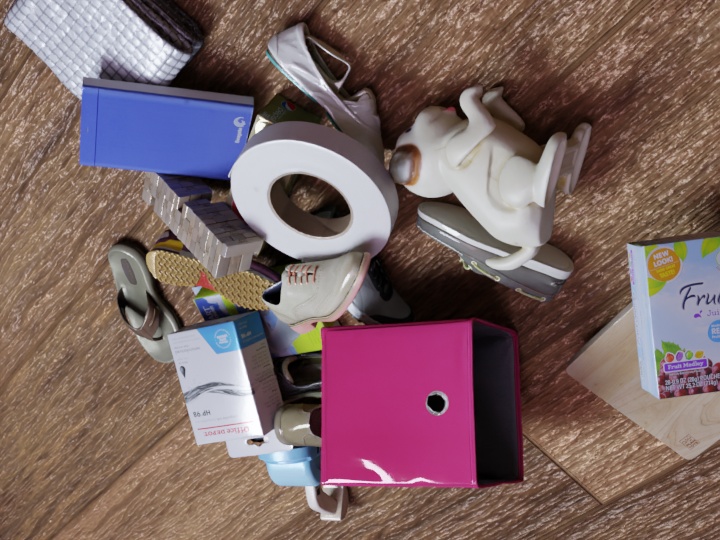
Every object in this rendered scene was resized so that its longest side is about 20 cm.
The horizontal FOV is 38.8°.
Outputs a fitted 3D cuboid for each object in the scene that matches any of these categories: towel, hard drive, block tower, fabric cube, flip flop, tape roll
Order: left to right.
[{"bbox_3d":[-0.307,-0.289,1.231,0.200,0.086,0.165,43,128,-12],"label":"towel"},{"bbox_3d":[-0.319,0.054,1.480,0.081,0.058,0.201,-2,121,22],"label":"flip flop"},{"bbox_3d":[-0.240,-0.170,1.251,0.199,0.025,0.132,5,141,-14],"label":"hard drive"},{"bbox_3d":[-0.206,-0.068,1.291,0.200,0.054,0.058,43,131,34],"label":"block tower"},{"bbox_3d":[-0.055,-0.086,1.199,0.202,0.037,0.203,14,140,12],"label":"tape roll"},{"bbox_3d":[0.079,0.168,1.272,0.199,0.200,0.197,-4,80,24],"label":"fabric cube"}]

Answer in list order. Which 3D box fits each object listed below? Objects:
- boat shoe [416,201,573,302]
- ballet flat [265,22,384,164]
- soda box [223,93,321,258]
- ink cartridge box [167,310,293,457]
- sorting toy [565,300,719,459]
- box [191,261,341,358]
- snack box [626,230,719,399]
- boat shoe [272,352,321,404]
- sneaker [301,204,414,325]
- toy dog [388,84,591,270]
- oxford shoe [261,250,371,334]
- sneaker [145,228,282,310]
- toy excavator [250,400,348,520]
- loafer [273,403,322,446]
[{"bbox_3d":[0.155,-0.022,1.239,0.201,0.072,0.060,23,123,0],"label":"boat shoe"},{"bbox_3d":[-0.024,-0.207,1.194,0.069,0.069,0.200,-34,105,35],"label":"ballet flat"},{"bbox_3d":[-0.118,-0.116,1.285,0.068,0.064,0.200,28,129,1],"label":"soda box"},{"bbox_3d":[-0.176,0.166,1.392,0.115,0.067,0.201,-13,95,27],"label":"ink cartridge box"},{"bbox_3d":[0.390,0.101,1.233,0.199,0.070,0.200,35,128,-4],"label":"sorting toy"},{"bbox_3d":[-0.138,0.063,1.424,0.199,0.048,0.122,-12,117,27],"label":"box"},{"bbox_3d":[0.402,0.041,1.109,0.199,0.068,0.169,-7,95,-3],"label":"snack box"},{"bbox_3d":[-0.094,0.146,1.439,0.200,0.072,0.066,-6,142,18],"label":"boat shoe"},{"bbox_3d":[0.000,0.000,1.314,0.200,0.074,0.079,45,121,-12],"label":"sneaker"},{"bbox_3d":[0.135,-0.116,1.150,0.199,0.139,0.195,23,121,22],"label":"toy dog"},{"bbox_3d":[-0.057,0.021,1.236,0.074,0.071,0.200,31,144,-18],"label":"oxford shoe"},{"bbox_3d":[-0.179,-0.015,1.358,0.199,0.090,0.075,17,135,9],"label":"sneaker"},{"bbox_3d":[-0.080,0.291,1.512,0.100,0.194,0.201,-2,94,22],"label":"toy excavator"},{"bbox_3d":[-0.023,0.214,1.403,0.067,0.199,0.076,-6,85,52],"label":"loafer"}]
